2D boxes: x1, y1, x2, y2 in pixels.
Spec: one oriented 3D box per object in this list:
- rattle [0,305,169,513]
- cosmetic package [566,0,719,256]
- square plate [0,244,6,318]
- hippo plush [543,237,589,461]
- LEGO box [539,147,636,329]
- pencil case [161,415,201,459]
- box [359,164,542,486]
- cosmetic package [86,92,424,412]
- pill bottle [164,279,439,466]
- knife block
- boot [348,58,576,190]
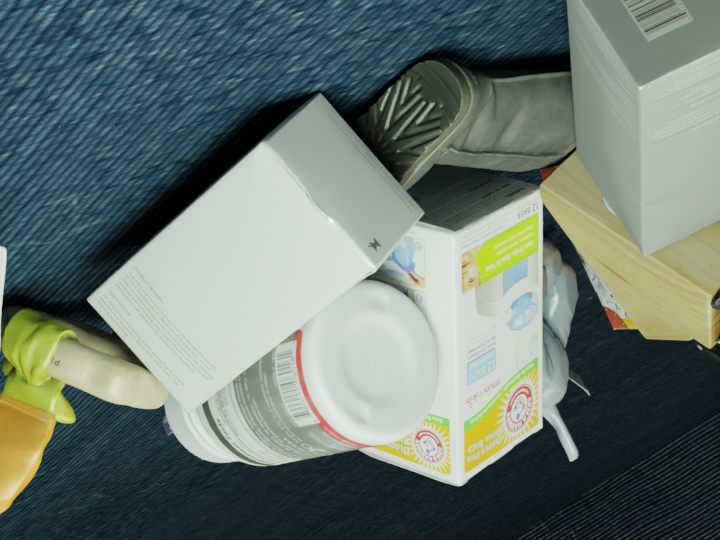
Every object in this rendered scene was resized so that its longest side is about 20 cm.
[{"bbox_3d":[-0.194,0.097,1.387,0.130,0.143,0.200,7,179,1],"label":"rattle"},{"bbox_3d":[0.195,-0.112,1.319,0.090,0.107,0.200,-26,150,-4],"label":"cosmetic package"},{"bbox_3d":[-0.306,0.046,1.177,0.198,0.029,0.200,-20,164,-18],"label":"square plate"},{"bbox_3d":[0.110,0.057,1.848,0.160,0.160,0.200,-2,143,24],"label":"hippo plush"},{"bbox_3d":[0.245,-0.037,1.538,0.077,0.149,0.200,-31,-169,-25],"label":"LEGO box"},{"bbox_3d":[-0.082,0.110,1.764,0.088,0.089,0.200,-36,163,34],"label":"pencil case"},{"bbox_3d":[0.062,0.037,1.466,0.101,0.201,0.112,16,-151,36],"label":"box"},{"bbox_3d":[-0.069,-0.008,1.284,0.200,0.108,0.085,-36,-174,37],"label":"cosmetic package"},{"bbox_3d":[-0.047,0.078,1.427,0.114,0.114,0.200,-14,179,-39],"label":"pill bottle"},{"bbox_3d":[0.237,-0.007,1.389,0.064,0.200,0.175,-43,-165,-20],"label":"knife block"},{"bbox_3d":[0.060,-0.084,1.381,0.182,0.073,0.200,-35,170,28],"label":"boot"}]
